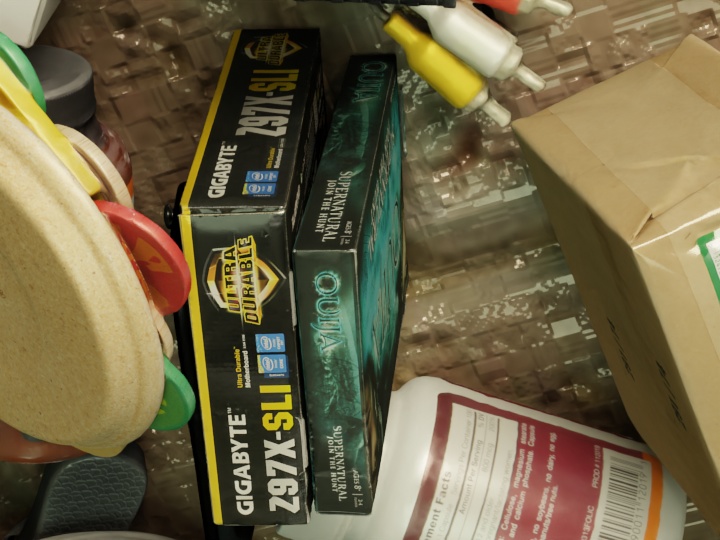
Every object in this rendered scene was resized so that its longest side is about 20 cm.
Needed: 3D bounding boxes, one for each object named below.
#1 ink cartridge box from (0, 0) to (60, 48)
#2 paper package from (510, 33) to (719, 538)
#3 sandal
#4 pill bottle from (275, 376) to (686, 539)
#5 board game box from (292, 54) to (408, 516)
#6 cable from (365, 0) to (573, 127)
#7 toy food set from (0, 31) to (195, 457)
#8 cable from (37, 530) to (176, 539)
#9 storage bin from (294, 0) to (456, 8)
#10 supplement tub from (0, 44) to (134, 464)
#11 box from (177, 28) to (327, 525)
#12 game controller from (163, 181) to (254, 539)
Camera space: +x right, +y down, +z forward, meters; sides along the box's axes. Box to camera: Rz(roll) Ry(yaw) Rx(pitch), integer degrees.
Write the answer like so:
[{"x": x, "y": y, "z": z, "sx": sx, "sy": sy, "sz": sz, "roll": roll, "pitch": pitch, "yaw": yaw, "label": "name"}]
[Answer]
[{"x": -0.195, "y": -0.216, "z": 0.693, "sx": 0.200, "sy": 0.147, "sz": 0.146, "roll": 22, "pitch": 119, "yaw": -8, "label": "ink cartridge box"}, {"x": 0.171, "y": 0.016, "z": 0.762, "sx": 0.103, "sy": 0.191, "sz": 0.200, "roll": -25, "pitch": 115, "yaw": -2, "label": "paper package"}, {"x": -0.179, "y": 0.166, "z": 0.971, "sx": 0.076, "sy": 0.043, "sz": 0.200, "roll": 17, "pitch": 122, "yaw": -29, "label": "sandal"}, {"x": 0.062, "y": 0.124, "z": 0.883, "sx": 0.200, "sy": 0.114, "sz": 0.114, "roll": 17, "pitch": 120, "yaw": -5, "label": "pill bottle"}, {"x": 0.000, "y": 0.000, "z": 0.767, "sx": 0.028, "sy": 0.200, "sz": 0.136, "roll": 0, "pitch": 121, "yaw": 7, "label": "board game box"}, {"x": 0.005, "y": -0.146, "z": 0.769, "sx": 0.200, "sy": 0.050, "sz": 0.097, "roll": 23, "pitch": 121, "yaw": -9, "label": "cable"}, {"x": -0.150, "y": -0.004, "z": 0.710, "sx": 0.200, "sy": 0.049, "sz": 0.198, "roll": 53, "pitch": 144, "yaw": -4, "label": "toy food set"}, {"x": -0.161, "y": 0.236, "z": 0.962, "sx": 0.200, "sy": 0.069, "sz": 0.200, "roll": -35, "pitch": 133, "yaw": 11, "label": "cable"}, {"x": -0.002, "y": -0.199, "z": 0.653, "sx": 0.094, "sy": 0.200, "sz": 0.135, "roll": 3, "pitch": 120, "yaw": 3, "label": "storage bin"}, {"x": -0.166, "y": -0.009, "z": 0.831, "sx": 0.107, "sy": 0.107, "sz": 0.200, "roll": 4, "pitch": 119, "yaw": 3, "label": "supplement tub"}, {"x": -0.042, "y": -0.005, "z": 0.769, "sx": 0.049, "sy": 0.200, "sz": 0.160, "roll": 0, "pitch": 120, "yaw": 3, "label": "box"}, {"x": -0.079, "y": 0.056, "z": 0.862, "sx": 0.042, "sy": 0.104, "sz": 0.200, "roll": 0, "pitch": 120, "yaw": 8, "label": "game controller"}]
